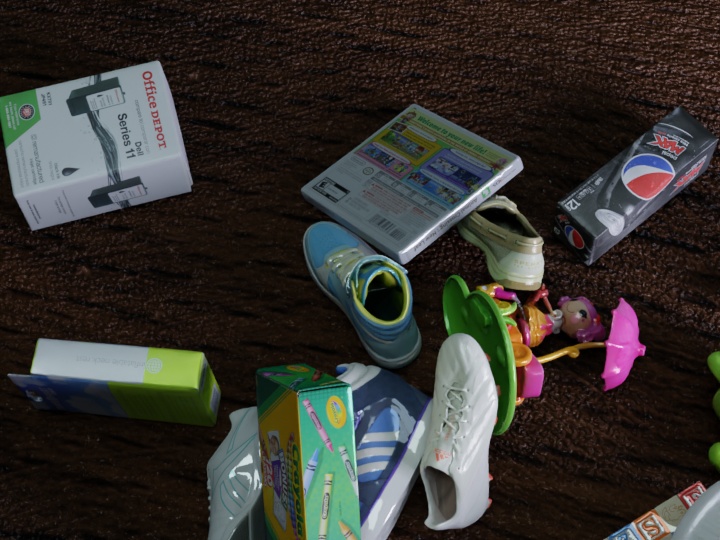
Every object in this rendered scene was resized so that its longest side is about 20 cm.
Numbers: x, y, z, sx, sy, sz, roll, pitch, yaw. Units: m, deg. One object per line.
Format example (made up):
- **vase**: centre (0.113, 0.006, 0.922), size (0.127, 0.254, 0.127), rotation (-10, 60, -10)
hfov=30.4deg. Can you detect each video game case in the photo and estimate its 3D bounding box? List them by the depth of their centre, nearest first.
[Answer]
- **video game case**: centre (0.055, -0.103, 1.505), size (0.182, 0.022, 0.200), rotation (-38, 41, -16)

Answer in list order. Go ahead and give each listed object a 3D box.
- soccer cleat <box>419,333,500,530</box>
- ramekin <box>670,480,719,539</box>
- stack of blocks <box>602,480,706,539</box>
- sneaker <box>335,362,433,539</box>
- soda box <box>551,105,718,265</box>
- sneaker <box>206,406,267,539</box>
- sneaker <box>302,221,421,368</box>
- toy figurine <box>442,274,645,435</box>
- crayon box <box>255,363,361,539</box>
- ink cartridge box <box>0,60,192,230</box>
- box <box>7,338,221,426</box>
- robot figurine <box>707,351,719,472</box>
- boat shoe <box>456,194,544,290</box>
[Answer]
- **soccer cleat**: centre (0.096, 0.165, 1.325), size (0.069, 0.201, 0.077), rotation (9, 16, 43)
- **ramekin**: centre (0.384, 0.292, 1.224), size (0.201, 0.094, 0.204), rotation (-4, 100, -24)
- **stack of blocks**: centre (0.283, 0.311, 1.302), size (0.199, 0.059, 0.115), rotation (-29, 65, -12)
- **sneaker**: centre (-0.014, 0.189, 1.365), size (0.146, 0.081, 0.201), rotation (25, 64, 12)
- **soda box**: centre (0.312, -0.097, 1.506), size (0.200, 0.071, 0.063), rotation (-38, 68, -16)
- **sneaker**: centre (-0.124, 0.233, 1.366), size (0.080, 0.070, 0.201), rotation (6, 65, 33)
- **sneaker**: centre (0.000, 0.000, 1.438), size (0.079, 0.131, 0.200), rotation (-33, 65, -12)
- **toy figurine**: centre (0.205, 0.071, 1.415), size (0.183, 0.151, 0.200), rotation (-7, 37, -16)
- **crayon box**: centre (-0.051, 0.200, 1.287), size (0.058, 0.119, 0.201), rotation (-6, 98, -23)
- **ink cartridge box**: centre (-0.310, -0.148, 1.556), size (0.199, 0.083, 0.147), rotation (-15, 63, -6)
- **box**: centre (-0.255, 0.118, 1.393), size (0.199, 0.122, 0.048), rotation (5, 66, 5)
- **robot figurine**: centre (0.438, 0.154, 1.343), size (0.175, 0.116, 0.201), rotation (-38, 66, 14)
- **boat shoe**: centre (0.154, -0.050, 1.449), size (0.073, 0.063, 0.201), rotation (4, 27, -11)
